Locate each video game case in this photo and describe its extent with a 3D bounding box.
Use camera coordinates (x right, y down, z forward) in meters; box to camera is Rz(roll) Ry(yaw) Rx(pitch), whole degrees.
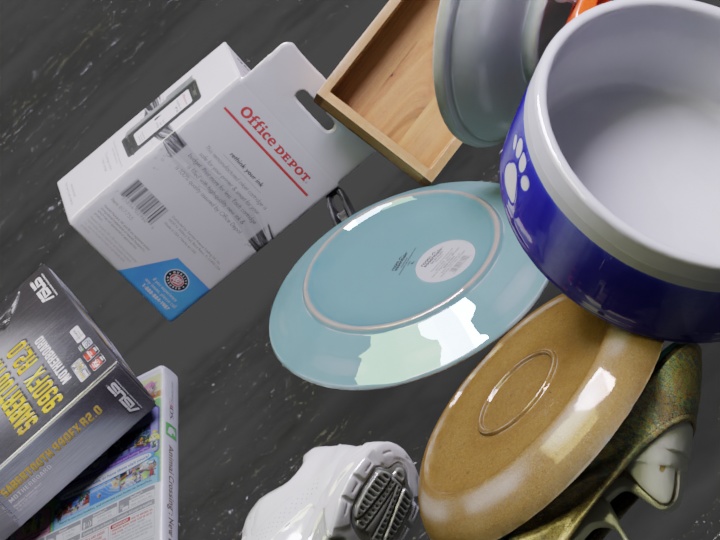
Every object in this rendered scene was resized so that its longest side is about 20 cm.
[{"bbox_3d":[-0.209,0.176,1.771,0.200,0.022,0.182,-27,43,23],"label":"video game case"}]

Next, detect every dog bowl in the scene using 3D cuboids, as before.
[{"bbox_3d":[0.184,-0.059,1.485,0.079,0.200,0.200,114,166,-51],"label":"dog bowl"}]

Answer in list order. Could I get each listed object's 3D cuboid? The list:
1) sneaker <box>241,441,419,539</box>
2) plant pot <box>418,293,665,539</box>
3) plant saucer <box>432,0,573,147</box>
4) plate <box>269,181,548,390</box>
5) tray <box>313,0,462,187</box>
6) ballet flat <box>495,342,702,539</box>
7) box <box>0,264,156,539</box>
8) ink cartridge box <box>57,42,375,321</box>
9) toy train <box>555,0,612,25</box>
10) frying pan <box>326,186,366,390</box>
[{"bbox_3d":[-0.045,0.190,1.583,0.099,0.078,0.200,5,51,51],"label":"sneaker"},{"bbox_3d":[0.100,0.078,1.518,0.200,0.027,0.200,-43,18,17],"label":"plant pot"},{"bbox_3d":[0.119,-0.169,1.653,0.050,0.200,0.200,22,71,27],"label":"plant saucer"},{"bbox_3d":[0.030,0.000,1.660,0.200,0.026,0.200,-17,35,12],"label":"plate"},{"bbox_3d":[0.068,-0.166,1.761,0.200,0.099,0.037,-52,0,-9],"label":"tray"},{"bbox_3d":[0.144,0.132,1.470,0.200,0.071,0.071,-48,39,-2],"label":"ballet flat"},{"bbox_3d":[-0.243,0.094,1.817,0.158,0.048,0.200,-41,29,-2],"label":"box"},{"bbox_3d":[-0.099,-0.075,1.810,0.200,0.116,0.068,-39,30,8],"label":"ink cartridge box"},{"bbox_3d":[0.166,-0.087,1.591,0.056,0.150,0.200,128,160,-63],"label":"toy train"},{"bbox_3d":[0.015,-0.004,1.725,0.115,0.031,0.190,-18,49,26],"label":"frying pan"}]
